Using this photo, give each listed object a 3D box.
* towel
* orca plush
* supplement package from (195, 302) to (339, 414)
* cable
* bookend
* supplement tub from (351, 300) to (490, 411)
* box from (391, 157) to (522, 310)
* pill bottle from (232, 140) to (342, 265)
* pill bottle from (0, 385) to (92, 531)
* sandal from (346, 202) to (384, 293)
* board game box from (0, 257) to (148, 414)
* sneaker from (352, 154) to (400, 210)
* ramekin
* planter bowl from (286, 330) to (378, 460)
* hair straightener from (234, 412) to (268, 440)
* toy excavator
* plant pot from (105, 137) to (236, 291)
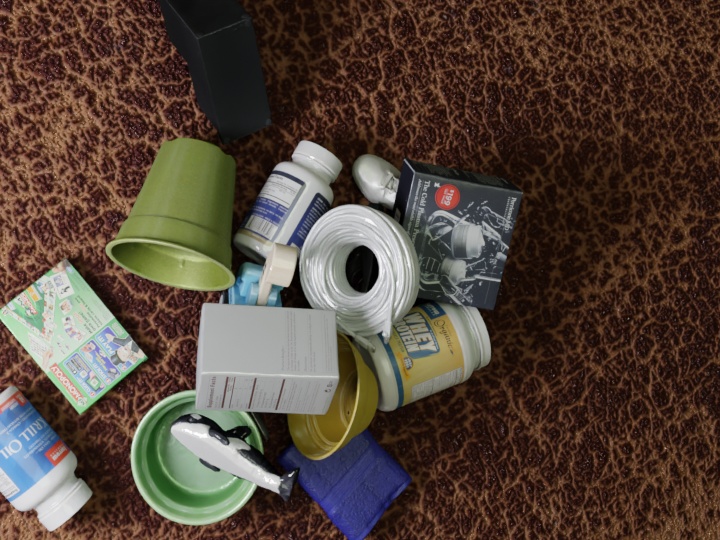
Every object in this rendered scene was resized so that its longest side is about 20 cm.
[{"bbox_3d":[-0.028,0.328,1.613,0.200,0.049,0.148,48,68,-8],"label":"towel"},{"bbox_3d":[-0.173,0.250,1.419,0.198,0.106,0.071,17,50,19],"label":"orca plush"},{"bbox_3d":[-0.138,0.131,1.433,0.197,0.118,0.118,4,55,-11],"label":"supplement package"},{"bbox_3d":[0.000,0.000,1.518,0.199,0.069,0.202,29,108,24],"label":"cable"},{"bbox_3d":[-0.234,-0.343,1.552,0.091,0.199,0.201,-25,138,-16],"label":"bookend"},{"bbox_3d":[0.099,0.132,1.608,0.198,0.145,0.146,-19,92,-17],"label":"supplement tub"},{"bbox_3d":[0.142,-0.059,1.575,0.180,0.104,0.203,9,106,-11],"label":"box"},{"bbox_3d":[-0.111,-0.103,1.577,0.110,0.111,0.201,32,78,-12],"label":"pill bottle"},{"bbox_3d":[-0.489,0.279,1.440,0.112,0.112,0.201,-41,99,-15],"label":"pill bottle"},{"bbox_3d":[0.006,-0.012,1.637,0.047,0.075,0.203,4,83,17],"label":"sandal"},{"bbox_3d":[-0.443,0.100,1.508,0.134,0.029,0.201,-40,98,-14],"label":"board game box"},{"bbox_3d":[0.074,-0.124,1.646,0.200,0.088,0.075,42,76,-11],"label":"sneaker"},{"bbox_3d":[-0.245,0.277,1.502,0.197,0.098,0.203,0,92,-3],"label":"ramekin"},{"bbox_3d":[-0.030,0.199,1.535,0.083,0.199,0.203,15,82,-34],"label":"planter bowl"},{"bbox_3d":[-0.186,0.180,1.575,0.076,0.041,0.202,-21,87,-2],"label":"hair straightener"},{"bbox_3d":[-0.150,0.025,1.492,0.099,0.195,0.202,12,112,-14],"label":"toy excavator"},{"bbox_3d":[-0.270,-0.093,1.506,0.198,0.200,0.192,16,69,-15],"label":"plant pot"}]
